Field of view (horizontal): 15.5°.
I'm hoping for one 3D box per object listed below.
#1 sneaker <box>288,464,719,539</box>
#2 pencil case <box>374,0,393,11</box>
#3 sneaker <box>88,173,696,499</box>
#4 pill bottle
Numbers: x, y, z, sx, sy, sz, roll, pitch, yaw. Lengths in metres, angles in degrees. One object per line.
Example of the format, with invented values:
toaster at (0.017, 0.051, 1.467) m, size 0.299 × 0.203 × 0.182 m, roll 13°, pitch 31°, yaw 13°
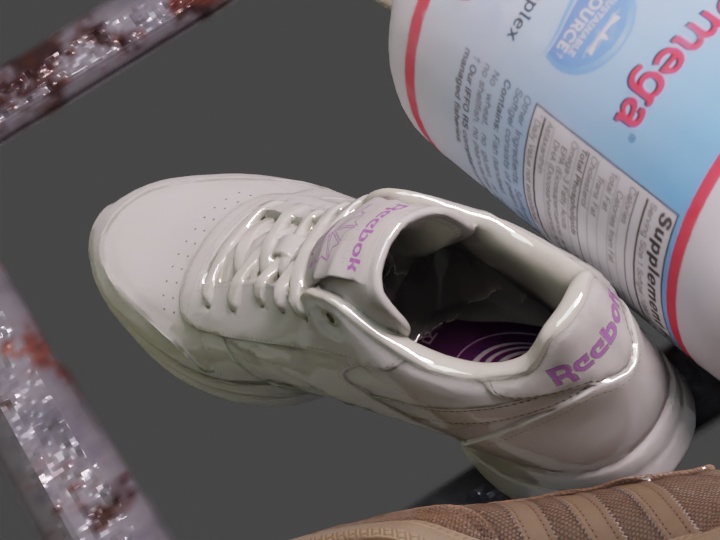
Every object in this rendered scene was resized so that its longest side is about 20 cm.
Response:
sneaker at (0.065, 0.089, 0.697) m, size 0.200 × 0.070 × 0.076 m, roll -4°, pitch 13°, yaw 33°
pencil case at (-0.028, -0.173, 0.906) m, size 0.089 × 0.078 × 0.200 m, roll -50°, pitch 52°, yaw 1°
sneaker at (0.000, 0.000, 0.755) m, size 0.200 × 0.100 × 0.075 m, roll 16°, pitch 66°, yaw 31°
pill bottle at (0.105, -0.034, 0.734) m, size 0.109 × 0.109 × 0.200 m, roll -40°, pitch 52°, yaw -11°
